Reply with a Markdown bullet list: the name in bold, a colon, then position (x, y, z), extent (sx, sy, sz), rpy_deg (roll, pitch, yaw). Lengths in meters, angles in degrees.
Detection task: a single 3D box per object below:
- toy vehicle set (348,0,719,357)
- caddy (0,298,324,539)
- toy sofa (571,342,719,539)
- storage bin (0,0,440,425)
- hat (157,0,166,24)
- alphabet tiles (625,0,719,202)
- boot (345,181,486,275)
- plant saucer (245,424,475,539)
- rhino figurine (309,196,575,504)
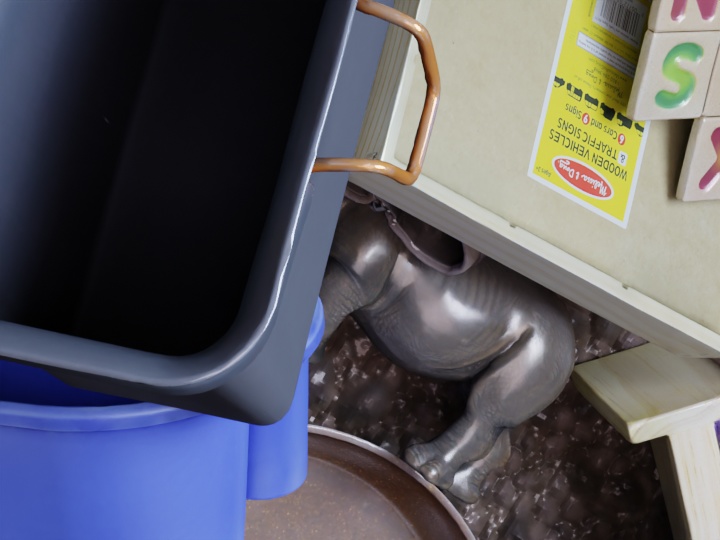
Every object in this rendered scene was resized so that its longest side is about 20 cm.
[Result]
- **toy vehicle set**: position (0.078, -0.059, 0.944), extent (0.199, 0.026, 0.125), rpy_deg (27, 73, -41)
- **caddy**: position (-0.108, 0.037, 0.931), extent (0.198, 0.141, 0.106), rpy_deg (4, 116, 19)
- **toy sofa**: position (0.159, 0.122, 1.053), extent (0.097, 0.083, 0.202), rpy_deg (-16, 107, -6)
- **storage bin**: position (-0.045, -0.048, 0.805), extent (0.144, 0.134, 0.202), rpy_deg (10, 75, 14)
- **hat**: position (-0.093, -0.173, 0.912), extent (0.080, 0.200, 0.202), rpy_deg (3, 108, 31)
- **alphabet tiles**: position (0.174, -0.120, 0.947), extent (0.165, 0.006, 0.201), rpy_deg (-5, 117, -35)
- **boot**: position (0.016, -0.103, 0.948), extent (0.200, 0.070, 0.147), rpy_deg (44, 63, -26)
- **plant saucer**: position (-0.043, 0.152, 1.046), extent (0.198, 0.034, 0.202), rpy_deg (-2, 104, -10)
- **rhino figurine**: position (0.000, 0.000, 1.003), extent (0.200, 0.060, 0.088), rpy_deg (41, 91, -16)
